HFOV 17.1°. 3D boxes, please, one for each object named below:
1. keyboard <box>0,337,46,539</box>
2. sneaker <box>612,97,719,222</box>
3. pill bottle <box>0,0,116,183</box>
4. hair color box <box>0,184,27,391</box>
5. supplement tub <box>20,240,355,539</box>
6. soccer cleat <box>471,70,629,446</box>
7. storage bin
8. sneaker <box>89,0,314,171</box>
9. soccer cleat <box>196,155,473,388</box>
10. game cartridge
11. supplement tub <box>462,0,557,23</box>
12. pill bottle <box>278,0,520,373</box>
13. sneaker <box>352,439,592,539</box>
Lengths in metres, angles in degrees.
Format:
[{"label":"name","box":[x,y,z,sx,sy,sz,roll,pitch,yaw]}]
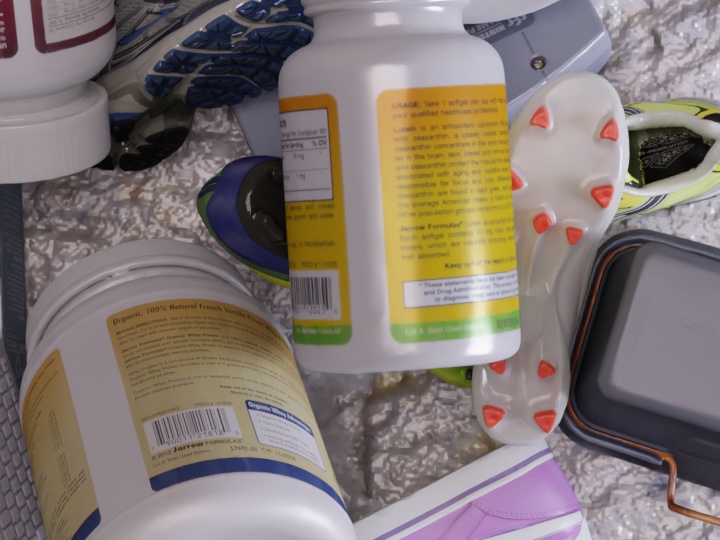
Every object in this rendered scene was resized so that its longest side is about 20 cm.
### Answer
[{"label":"keyboard","box":[-0.177,0.128,1.259,0.011,0.056,0.200,-10,107,20]},{"label":"sneaker","box":[0.110,-0.056,1.280,0.200,0.076,0.076,-17,85,3]},{"label":"pill bottle","box":[-0.180,-0.152,1.204,0.109,0.110,0.200,-1,111,4]},{"label":"hair color box","box":[-0.236,0.023,1.306,0.099,0.061,0.200,-3,85,4]},{"label":"supplement tub","box":[-0.092,0.094,1.206,0.144,0.144,0.200,-22,45,2]},{"label":"soccer cleat","box":[0.091,-0.009,1.233,0.069,0.078,0.200,10,105,0]},{"label":"storage bin","box":[0.200,0.060,1.233,0.200,0.134,0.146,17,86,7]},{"label":"sneaker","box":[-0.097,-0.127,1.267,0.200,0.077,0.085,-27,63,40]},{"label":"soccer cleat","box":[0.000,-0.001,1.269,0.200,0.084,0.065,33,73,-29]},{"label":"game cartridge","box":[0.027,-0.115,1.292,0.200,0.040,0.133,-24,59,2]},{"label":"supplement tub","box":[0.052,-0.246,1.247,0.144,0.144,0.200,-5,61,4]},{"label":"pill bottle","box":[0.017,-0.055,1.162,0.111,0.111,0.200,-3,92,4]},{"label":"sneaker","box":[0.031,0.178,1.266,0.200,0.073,0.114,-27,86,1]}]
